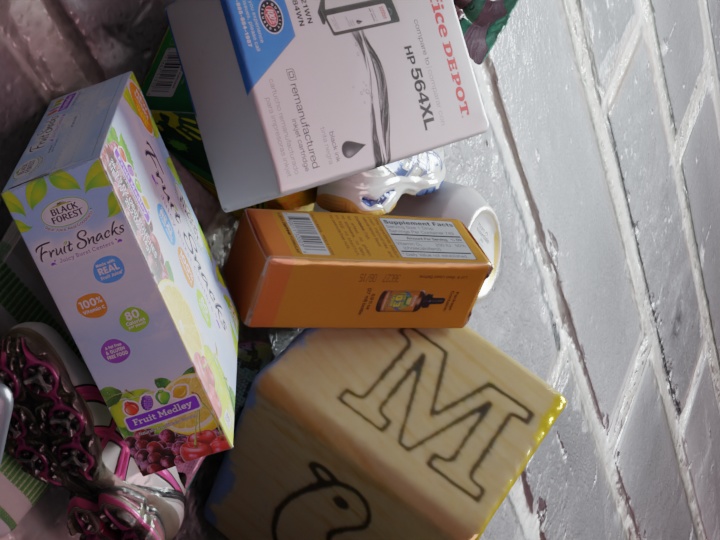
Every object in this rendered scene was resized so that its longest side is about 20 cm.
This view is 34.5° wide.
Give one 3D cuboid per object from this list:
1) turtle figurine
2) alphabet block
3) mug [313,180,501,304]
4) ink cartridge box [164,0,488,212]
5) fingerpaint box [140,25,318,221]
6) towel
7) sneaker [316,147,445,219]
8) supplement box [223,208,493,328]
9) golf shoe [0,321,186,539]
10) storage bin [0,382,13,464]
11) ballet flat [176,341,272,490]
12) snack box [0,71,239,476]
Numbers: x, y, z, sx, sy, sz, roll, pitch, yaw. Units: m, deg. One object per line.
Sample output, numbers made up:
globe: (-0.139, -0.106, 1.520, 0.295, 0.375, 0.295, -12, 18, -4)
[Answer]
turtle figurine: (0.042, -0.265, 1.019, 0.151, 0.198, 0.101, -60, -175, -34)
alphabet block: (0.019, 0.153, 0.947, 0.196, 0.199, 0.197, -43, 163, -45)
mug: (0.054, -0.029, 1.077, 0.186, 0.151, 0.152, -35, 124, -52)
ink cartridge box: (-0.019, -0.140, 0.820, 0.198, 0.084, 0.148, -21, 96, -36)
fingerpaint box: (-0.073, -0.162, 0.914, 0.167, 0.072, 0.202, 49, 55, -52)
towel: (-0.220, 0.057, 0.765, 0.202, 0.023, 0.153, -64, 145, -31)
sneaker: (0.028, -0.109, 0.974, 0.200, 0.074, 0.090, -41, 141, -63)
supplement box: (0.000, 0.000, 0.894, 0.197, 0.069, 0.067, 4, 127, -28)
golf shoe: (-0.176, 0.105, 0.762, 0.093, 0.072, 0.202, -68, 145, -48)
storage bin: (-0.261, 0.120, 0.580, 0.144, 0.133, 0.203, 16, 81, -44)
ballet flat: (-0.134, 0.109, 0.886, 0.071, 0.069, 0.201, 53, 49, -24)
snack box: (-0.142, -0.003, 0.738, 0.169, 0.067, 0.202, -99, 171, -65)
